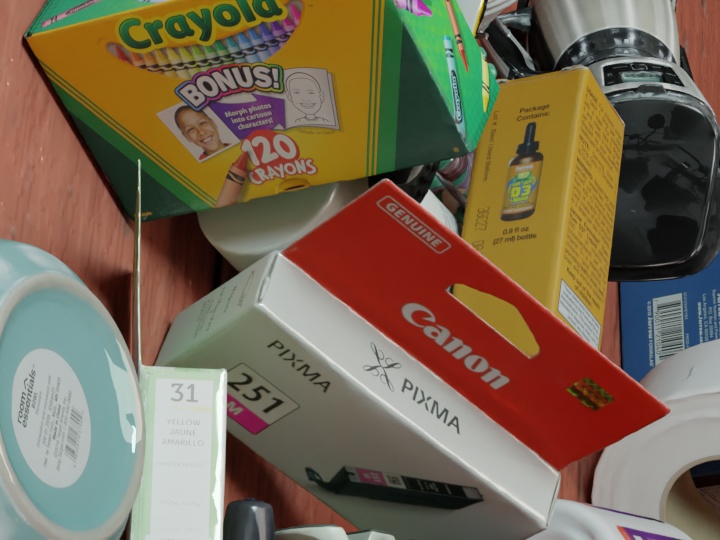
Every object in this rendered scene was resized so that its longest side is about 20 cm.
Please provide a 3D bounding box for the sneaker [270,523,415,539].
[{"bbox_3d":[0.030,0.180,1.354,0.199,0.074,0.089,12,68,-43],"label":"sneaker"}]

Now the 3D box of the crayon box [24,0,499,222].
[{"bbox_3d":[-0.047,-0.101,1.334,0.119,0.199,0.058,61,34,-29],"label":"crayon box"}]

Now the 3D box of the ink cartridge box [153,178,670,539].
[{"bbox_3d":[0.025,0.061,1.372,0.200,0.173,0.044,38,47,-20],"label":"ink cartridge box"}]

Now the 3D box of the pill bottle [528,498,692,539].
[{"bbox_3d":[0.154,0.204,1.696,0.200,0.111,0.112,19,63,-59],"label":"pill bottle"}]

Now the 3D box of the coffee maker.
[{"bbox_3d":[0.165,-0.081,1.735,0.201,0.134,0.193,-95,164,-53],"label":"coffee maker"}]

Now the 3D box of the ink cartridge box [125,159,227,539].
[{"bbox_3d":[-0.087,0.069,1.287,0.146,0.048,0.201,105,-12,-68],"label":"ink cartridge box"}]

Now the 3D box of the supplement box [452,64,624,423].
[{"bbox_3d":[0.093,-0.007,1.461,0.069,0.066,0.201,43,47,-48],"label":"supplement box"}]

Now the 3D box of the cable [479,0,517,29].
[{"bbox_3d":[0.020,-0.221,1.544,0.200,0.069,0.200,46,58,7],"label":"cable"}]

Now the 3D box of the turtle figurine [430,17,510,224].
[{"bbox_3d":[0.042,-0.097,1.613,0.200,0.100,0.151,15,84,-78],"label":"turtle figurine"}]

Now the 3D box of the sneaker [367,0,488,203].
[{"bbox_3d":[0.015,-0.122,1.421,0.070,0.089,0.201,110,-4,-62],"label":"sneaker"}]

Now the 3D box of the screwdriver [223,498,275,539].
[{"bbox_3d":[-0.060,0.206,1.276,0.028,0.029,0.201,27,69,-69],"label":"screwdriver"}]

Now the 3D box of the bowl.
[{"bbox_3d":[-0.163,0.066,1.158,0.201,0.104,0.202,34,50,-54],"label":"bowl"}]

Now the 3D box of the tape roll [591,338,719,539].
[{"bbox_3d":[0.255,0.147,1.812,0.203,0.201,0.071,67,30,-21],"label":"tape roll"}]

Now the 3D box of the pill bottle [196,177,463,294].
[{"bbox_3d":[0.000,0.000,1.478,0.200,0.114,0.115,45,43,-48],"label":"pill bottle"}]

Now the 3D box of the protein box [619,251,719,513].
[{"bbox_3d":[0.299,0.059,1.928,0.135,0.199,0.200,31,53,-55],"label":"protein box"}]
